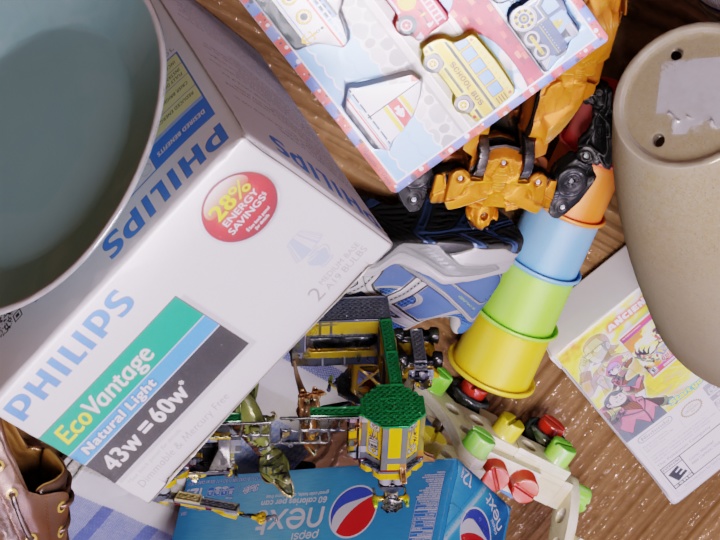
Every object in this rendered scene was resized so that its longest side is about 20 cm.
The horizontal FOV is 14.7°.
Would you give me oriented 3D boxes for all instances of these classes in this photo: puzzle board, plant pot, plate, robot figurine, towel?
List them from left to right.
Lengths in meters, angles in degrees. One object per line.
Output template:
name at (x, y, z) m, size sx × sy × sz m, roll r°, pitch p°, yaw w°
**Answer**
plate at (-0.170, -0.065, 1.427) m, size 0.200 × 0.200 × 0.026 m, roll -47°, pitch 138°, yaw 11°
towel at (-0.102, 0.105, 1.699) m, size 0.146 × 0.024 × 0.200 m, roll 27°, pitch 110°, yaw -40°
puzzle board at (0.021, -0.157, 1.524) m, size 0.150 × 0.017 × 0.200 m, roll -36°, pitch 112°, yaw 8°
robot figurine at (0.087, -0.117, 1.603) m, size 0.144 × 0.058 × 0.201 m, roll 3°, pitch 121°, yaw -18°
plant pot at (0.221, -0.054, 1.610) m, size 0.187 × 0.188 × 0.200 m, roll -38°, pitch 143°, yaw 3°

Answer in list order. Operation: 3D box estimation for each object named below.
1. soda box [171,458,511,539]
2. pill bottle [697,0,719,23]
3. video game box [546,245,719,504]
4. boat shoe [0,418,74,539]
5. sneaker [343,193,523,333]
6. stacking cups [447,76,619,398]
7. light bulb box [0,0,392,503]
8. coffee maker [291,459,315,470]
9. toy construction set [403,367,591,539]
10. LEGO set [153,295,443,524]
soda box at (-0.015, 0.159, 1.651) m, size 0.199 × 0.065 × 0.068 m, roll -6°, pitch 147°, yaw 35°
pill bottle at (0.207, -0.234, 1.544) m, size 0.115 × 0.116 × 0.200 m, roll -34°, pitch 132°, yaw 0°
video game box at (0.231, 0.033, 1.796) m, size 0.200 × 0.047 × 0.182 m, roll -38°, pitch 134°, yaw 3°
boat shoe at (-0.196, 0.138, 1.625) m, size 0.067 × 0.072 × 0.201 m, roll -29°, pitch 118°, yaw 2°
sneaker at (0.000, 0.000, 1.638) m, size 0.199 × 0.076 × 0.077 m, roll 5°, pitch 121°, yaw -26°
stacking cups at (0.119, -0.019, 1.692) m, size 0.060 × 0.061 × 0.201 m, roll 10°, pitch 118°, yaw -31°
light bulb box at (-0.118, -0.025, 1.479) m, size 0.198 × 0.200 × 0.125 m, roll -46°, pitch 130°, yaw 11°
coffee maker at (0.034, 0.236, 1.787) m, size 0.199 × 0.135 × 0.193 m, roll 6°, pitch 120°, yaw -30°
toy construction set at (0.084, 0.133, 1.732) m, size 0.092 × 0.131 × 0.200 m, roll -41°, pitch 118°, yaw 12°
LEGO set at (-0.052, 0.094, 1.592) m, size 0.198 × 0.154 × 0.116 m, roll -7°, pitch 129°, yaw -12°
